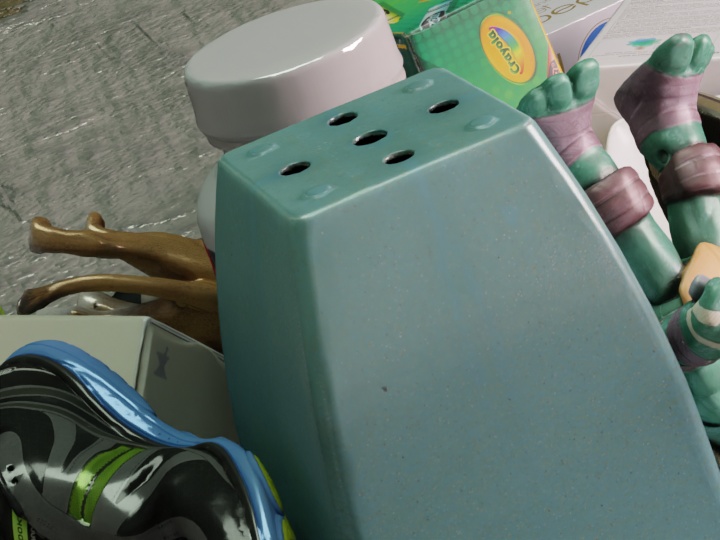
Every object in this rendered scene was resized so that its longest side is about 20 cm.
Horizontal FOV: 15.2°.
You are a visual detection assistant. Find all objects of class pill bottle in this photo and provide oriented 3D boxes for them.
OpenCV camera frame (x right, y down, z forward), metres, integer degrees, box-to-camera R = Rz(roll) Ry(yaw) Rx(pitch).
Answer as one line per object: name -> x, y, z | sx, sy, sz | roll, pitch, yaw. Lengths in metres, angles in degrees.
pill bottle -> 0.000, 0.000, 1.062 | 0.110, 0.201, 0.111 | -16, 21, 6

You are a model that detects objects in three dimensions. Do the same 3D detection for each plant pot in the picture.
plant pot -> 0.031, 0.044, 0.937 | 0.141, 0.201, 0.141 | -23, 23, -13

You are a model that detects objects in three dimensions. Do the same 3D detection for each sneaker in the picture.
sneaker -> -0.085, 0.090, 0.950 | 0.083, 0.071, 0.199 | -36, 39, -25

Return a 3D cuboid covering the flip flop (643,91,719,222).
flip flop -> 0.197, -0.028, 1.038 | 0.199, 0.081, 0.058 | 13, 37, 35

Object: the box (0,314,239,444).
box -> -0.154, 0.066, 1.119 | 0.199, 0.078, 0.095 | -1, -18, 29

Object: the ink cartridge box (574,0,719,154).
ink cartridge box -> 0.186, -0.092, 1.272 | 0.136, 0.077, 0.200 | -3, 20, 17

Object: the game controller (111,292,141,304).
game controller -> -0.138, 0.057, 1.264 | 0.200, 0.042, 0.104 | -35, 13, -38

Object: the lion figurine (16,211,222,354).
lion figurine -> -0.072, 0.010, 1.177 | 0.122, 0.073, 0.200 | 10, 11, 7

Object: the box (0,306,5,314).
box -> -0.245, 0.032, 1.345 | 0.122, 0.048, 0.200 | -29, 18, -9

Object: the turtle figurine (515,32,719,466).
turtle figurine -> 0.136, 0.014, 0.965 | 0.101, 0.200, 0.150 | -39, -16, 28

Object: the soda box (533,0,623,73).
soda box -> 0.092, -0.102, 1.415 | 0.199, 0.064, 0.068 | -25, 22, -19

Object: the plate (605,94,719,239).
plate -> 0.194, -0.006, 1.096 | 0.199, 0.032, 0.201 | -11, 42, 19

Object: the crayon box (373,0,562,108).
crayon box -> 0.035, -0.062, 1.176 | 0.058, 0.119, 0.200 | -27, 13, -13
